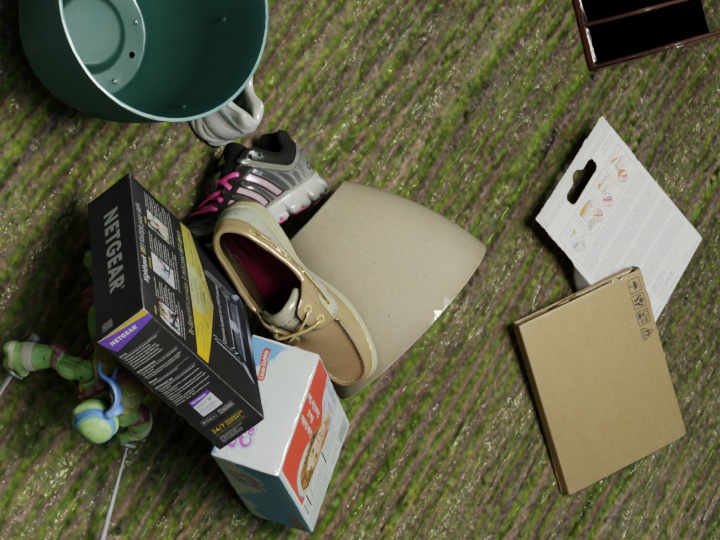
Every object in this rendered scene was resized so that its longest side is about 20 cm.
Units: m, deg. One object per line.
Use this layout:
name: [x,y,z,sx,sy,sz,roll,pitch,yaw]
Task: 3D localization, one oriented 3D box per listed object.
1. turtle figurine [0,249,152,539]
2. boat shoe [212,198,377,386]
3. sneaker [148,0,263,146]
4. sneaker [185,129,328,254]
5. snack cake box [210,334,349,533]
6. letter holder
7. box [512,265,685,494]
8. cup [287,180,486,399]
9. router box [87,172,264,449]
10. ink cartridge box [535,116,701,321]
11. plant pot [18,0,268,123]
turtle figurine: [-0.241,0.090,1.645,0.143,0.200,0.195,20,46,-5]
boat shoe: [-0.064,0.030,1.673,0.200,0.074,0.066,48,23,-7]
sneaker: [-0.137,-0.218,1.750,0.070,0.080,0.201,-26,100,-34]
sneaker: [-0.120,-0.070,1.756,0.199,0.074,0.088,-33,101,-36]
snack cake box: [-0.070,0.152,1.704,0.200,0.067,0.116,72,36,-66]
letter holder: [0.359,-0.300,2.100,0.199,0.142,0.101,-19,97,-37]
box: [0.258,0.118,2.029,0.163,0.021,0.201,-24,106,-21]
cup: [0.000,0.000,1.783,0.143,0.200,0.200,44,60,-5]
router box: [-0.157,0.032,1.592,0.157,0.052,0.200,46,17,-33]
ink cartridge box: [0.276,-0.042,2.077,0.200,0.050,0.161,46,61,-21]
plant pot: [-0.205,-0.219,1.641,0.199,0.161,0.202,3,84,-34]
